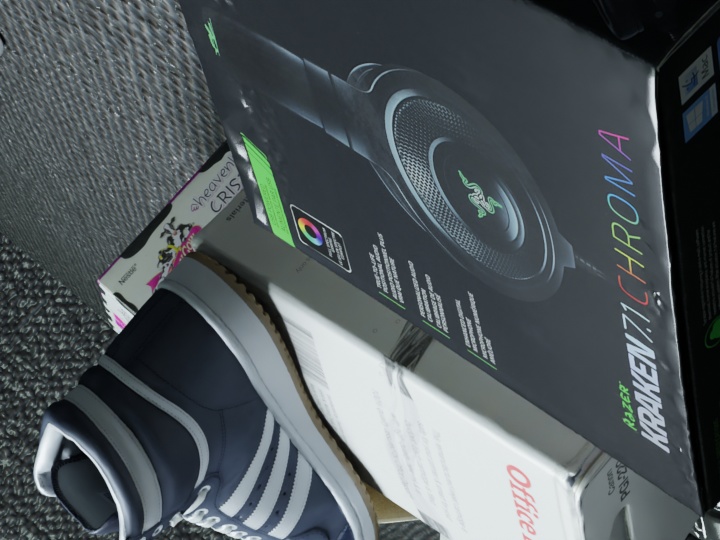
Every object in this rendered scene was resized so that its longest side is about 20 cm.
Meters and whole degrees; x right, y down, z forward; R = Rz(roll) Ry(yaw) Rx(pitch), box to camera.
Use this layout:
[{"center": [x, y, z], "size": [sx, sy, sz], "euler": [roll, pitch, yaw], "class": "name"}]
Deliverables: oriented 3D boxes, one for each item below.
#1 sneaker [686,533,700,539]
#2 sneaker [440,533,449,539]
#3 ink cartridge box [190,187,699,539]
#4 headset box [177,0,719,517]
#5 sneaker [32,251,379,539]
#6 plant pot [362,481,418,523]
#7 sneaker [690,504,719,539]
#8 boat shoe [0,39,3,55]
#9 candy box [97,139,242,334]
[{"center": [0.206, 0.137, 0.954], "size": [0.200, 0.076, 0.088], "euler": [23, 146, 48], "class": "sneaker"}, {"center": [0.081, 0.154, 1.044], "size": [0.081, 0.070, 0.200], "euler": [65, 145, 22], "class": "sneaker"}, {"center": [0.041, 0.045, 0.800], "size": [0.200, 0.085, 0.146], "euler": [33, 158, 30], "class": "ink cartridge box"}, {"center": [0.038, -0.060, 0.523], "size": [0.200, 0.093, 0.175], "euler": [34, 155, 34], "class": "headset box"}, {"center": [-0.066, 0.093, 0.816], "size": [0.070, 0.109, 0.200], "euler": [28, 154, 39], "class": "sneaker"}, {"center": [0.056, 0.098, 1.042], "size": [0.200, 0.199, 0.028], "euler": [-178, 75, -73], "class": "plant pot"}, {"center": [0.152, 0.079, 0.875], "size": [0.199, 0.079, 0.076], "euler": [2, 110, 46], "class": "sneaker"}, {"center": [-0.321, -0.184, 1.445], "size": [0.070, 0.066, 0.200], "euler": [39, 169, 4], "class": "boat shoe"}, {"center": [-0.090, -0.010, 1.158], "size": [0.061, 0.136, 0.200], "euler": [41, 169, 3], "class": "candy box"}]
